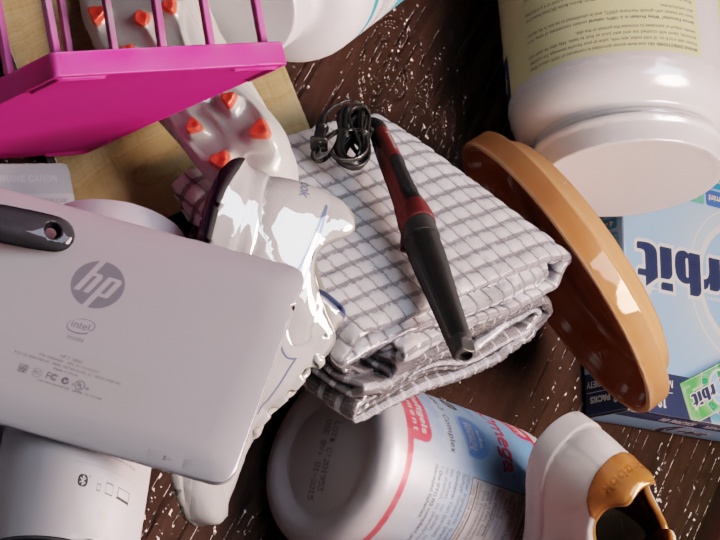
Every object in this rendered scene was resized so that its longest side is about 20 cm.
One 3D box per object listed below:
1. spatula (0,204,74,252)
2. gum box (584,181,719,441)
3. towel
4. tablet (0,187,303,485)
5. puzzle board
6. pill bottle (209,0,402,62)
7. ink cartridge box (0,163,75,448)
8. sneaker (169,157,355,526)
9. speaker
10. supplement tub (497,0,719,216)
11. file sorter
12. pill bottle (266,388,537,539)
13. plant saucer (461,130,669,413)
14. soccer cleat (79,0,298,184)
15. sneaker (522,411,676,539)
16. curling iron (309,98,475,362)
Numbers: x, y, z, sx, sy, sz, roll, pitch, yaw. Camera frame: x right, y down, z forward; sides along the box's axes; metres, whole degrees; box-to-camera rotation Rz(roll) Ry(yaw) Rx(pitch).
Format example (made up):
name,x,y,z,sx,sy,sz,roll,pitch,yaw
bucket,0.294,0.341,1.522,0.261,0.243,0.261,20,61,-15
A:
name,x,y,z,sx,sy,sz,roll,pitch,yaw
spatula,-0.244,-0.033,1.461,0.200,0.021,0.057,9,69,-6
gum box,0.221,0.011,1.960,0.170,0.045,0.200,11,71,-42
towel,0.000,0.000,1.662,0.166,0.086,0.200,40,38,24
tablet,-0.140,0.028,1.462,0.014,0.200,0.130,92,15,-60
puzzle board,-0.120,-0.111,1.671,0.200,0.017,0.151,-28,99,-46
pill bottle,-0.022,-0.193,1.702,0.200,0.111,0.111,-42,110,-53
ink cartridge box,-0.207,0.046,1.530,0.162,0.057,0.200,-2,70,-45
sneaker,-0.056,0.044,1.530,0.087,0.075,0.200,12,102,-7
speaker,-0.142,0.065,1.494,0.081,0.081,0.200,30,53,-36
supplement tub,0.163,-0.150,1.856,0.145,0.145,0.200,16,60,-42
file sorter,-0.160,-0.139,1.494,0.139,0.200,0.126,-6,82,-37
pill bottle,0.049,0.135,1.710,0.200,0.109,0.109,21,65,-41
plant saucer,0.131,-0.003,1.777,0.032,0.200,0.200,-34,107,-9
soccer cleat,-0.098,-0.111,1.611,0.200,0.069,0.078,57,-1,26
sneaker,0.139,0.178,1.671,0.073,0.085,0.200,-36,142,-28
curling iron,0.022,-0.022,1.610,0.049,0.026,0.200,-17,52,-14
